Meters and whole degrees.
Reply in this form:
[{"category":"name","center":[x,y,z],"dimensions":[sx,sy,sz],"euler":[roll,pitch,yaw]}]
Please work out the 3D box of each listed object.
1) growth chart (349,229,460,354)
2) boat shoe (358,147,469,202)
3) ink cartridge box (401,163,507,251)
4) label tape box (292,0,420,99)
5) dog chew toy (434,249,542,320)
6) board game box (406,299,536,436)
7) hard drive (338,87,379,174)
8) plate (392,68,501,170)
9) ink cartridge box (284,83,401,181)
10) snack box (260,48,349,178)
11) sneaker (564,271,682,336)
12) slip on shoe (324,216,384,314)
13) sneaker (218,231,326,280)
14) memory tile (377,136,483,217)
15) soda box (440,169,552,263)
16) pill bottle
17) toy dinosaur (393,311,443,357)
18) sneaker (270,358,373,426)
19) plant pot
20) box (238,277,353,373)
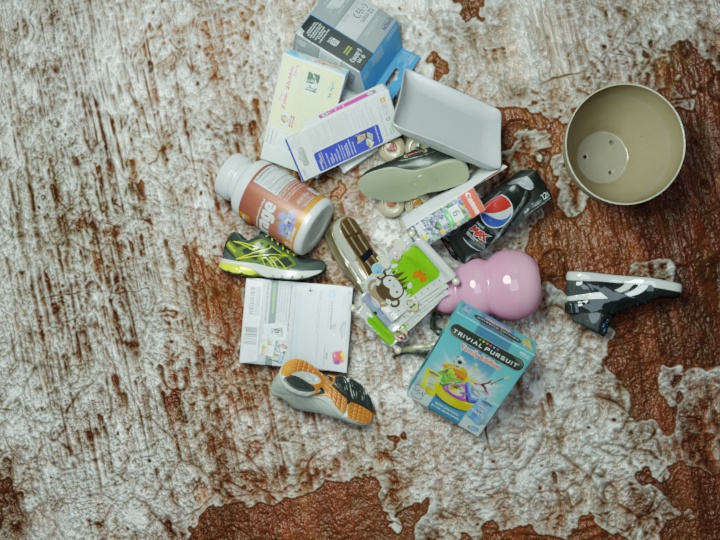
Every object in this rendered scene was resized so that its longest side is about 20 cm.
[{"category":"growth chart","center":[0.072,0.036,1.260],"dimensions":[0.144,0.018,0.200],"euler":[37,114,-8]},{"category":"boat shoe","center":[0.094,-0.173,1.290],"dimensions":[0.199,0.064,0.074],"euler":[-10,133,15]},{"category":"ink cartridge box","center":[0.169,-0.115,1.269],"dimensions":[0.199,0.109,0.051],"euler":[-32,102,6]},{"category":"label tape box","center":[-0.001,-0.402,1.302],"dimensions":[0.199,0.066,0.144],"euler":[31,66,3]},{"category":"dog chew toy","center":[0.216,0.032,1.286],"dimensions":[0.197,0.124,0.126],"euler":[-7,88,10]},{"category":"board game box","center":[0.190,0.173,1.271],"dimensions":[0.150,0.047,0.201],"euler":[28,119,3]},{"category":"hard drive","center":[-0.031,-0.299,1.344],"dimensions":[0.131,0.025,0.201],"euler":[-33,88,1]},{"category":"plate","center":[0.151,-0.258,1.268],"dimensions":[0.198,0.201,0.032],"euler":[21,131,-8]},{"category":"ink cartridge box","center":[-0.031,-0.239,1.268],"dimensions":[0.198,0.037,0.095],"euler":[-27,132,-5]},{"category":"snack box","center":[-0.101,-0.275,1.293],"dimensions":[0.115,0.037,0.202],"euler":[20,121,3]},{"category":"sneaker","center":[0.464,0.064,1.302],"dimensions":[0.197,0.073,0.114],"euler":[5,92,10]},{"category":"slip on shoe","center":[0.000,0.000,1.323],"dimensions":[0.060,0.076,0.201],"euler":[-26,100,42]},{"category":"sneaker","center":[-0.158,-0.028,1.318],"dimensions":[0.197,0.074,0.086],"euler":[5,88,2]},{"category":"memory tile","center":[0.129,-0.170,1.326],"dimensions":[0.197,0.017,0.156],"euler":[1,99,0]},{"category":"soda box","center":[0.237,-0.098,1.294],"dimensions":[0.199,0.071,0.064],"euler":[-36,103,-4]},{"category":"pill bottle","center":[-0.156,-0.123,1.297],"dimensions":[0.199,0.112,0.113],"euler":[32,90,12]},{"category":"toy dinosaur","center":[0.160,0.125,1.319],"dimensions":[0.197,0.047,0.089],"euler":[4,99,5]},{"category":"sneaker","center":[-0.070,0.229,1.319],"dimensions":[0.199,0.092,0.076],"euler":[31,49,-15]},{"category":"plant pot","center":[0.440,-0.207,1.271],"dimensions":[0.197,0.134,0.203],"euler":[0,88,1]},{"category":"box","center":[-0.116,0.099,1.331],"dimensions":[0.197,0.041,0.158],"euler":[4,90,3]}]
